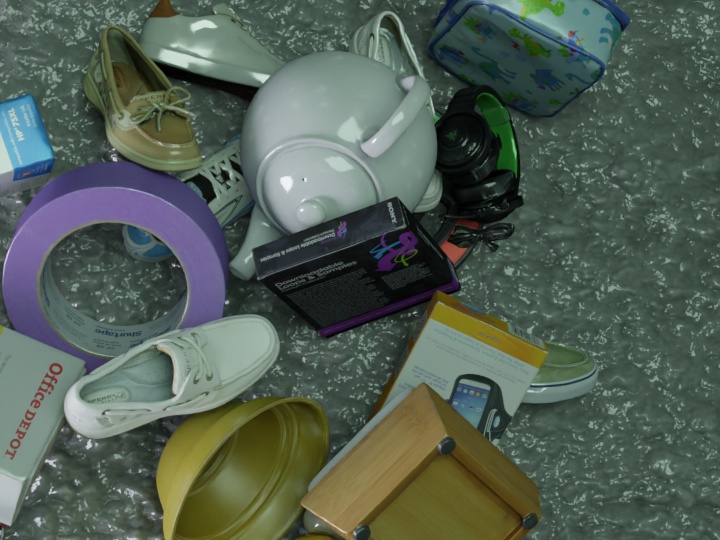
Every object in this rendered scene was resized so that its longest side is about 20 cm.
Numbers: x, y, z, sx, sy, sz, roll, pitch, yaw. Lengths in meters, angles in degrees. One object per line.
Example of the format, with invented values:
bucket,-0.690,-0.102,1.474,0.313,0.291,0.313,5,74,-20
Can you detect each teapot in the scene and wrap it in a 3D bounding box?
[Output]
teapot,-0.025,-0.094,1.616,0.197,0.200,0.146,3,37,13

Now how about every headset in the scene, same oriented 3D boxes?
headset,0.123,-0.094,1.696,0.124,0.094,0.200,60,35,-34

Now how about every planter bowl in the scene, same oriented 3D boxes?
planter bowl,-0.126,0.183,1.625,0.083,0.200,0.200,33,71,30

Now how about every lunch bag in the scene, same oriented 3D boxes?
lunch bag,0.157,-0.232,1.730,0.161,0.200,0.083,26,75,-7

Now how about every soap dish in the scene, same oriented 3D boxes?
soap dish,0.064,0.215,1.631,0.157,0.081,0.200,-45,128,3

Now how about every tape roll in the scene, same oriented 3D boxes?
tape roll,-0.221,0.005,1.613,0.200,0.066,0.200,-1,114,-1

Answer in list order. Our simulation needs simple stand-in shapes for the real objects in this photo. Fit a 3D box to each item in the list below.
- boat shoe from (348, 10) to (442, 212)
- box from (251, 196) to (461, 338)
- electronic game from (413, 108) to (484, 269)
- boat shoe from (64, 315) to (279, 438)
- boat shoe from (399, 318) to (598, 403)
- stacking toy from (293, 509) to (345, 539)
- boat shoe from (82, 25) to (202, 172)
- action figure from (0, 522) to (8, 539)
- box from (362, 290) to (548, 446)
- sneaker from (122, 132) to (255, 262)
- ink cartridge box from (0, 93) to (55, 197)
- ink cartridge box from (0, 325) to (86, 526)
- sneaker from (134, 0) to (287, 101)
boat shoe,0.037,-0.156,1.721,0.071,0.069,0.200,-12,77,-21
box,0.000,0.000,1.630,0.143,0.200,0.036,-20,69,10
electronic game,0.030,-0.076,1.754,0.200,0.042,0.200,3,79,-13
boat shoe,-0.158,0.088,1.538,0.200,0.069,0.071,-24,76,-19
boat shoe,0.139,0.085,1.728,0.200,0.072,0.062,2,122,-12
stacking toy,-0.046,0.297,1.646,0.146,0.146,0.200,19,57,-10
boat shoe,-0.204,-0.157,1.640,0.073,0.063,0.200,-8,37,-33
action figure,-0.403,0.253,1.580,0.200,0.134,0.149,-23,43,-28
box,0.080,0.131,1.695,0.119,0.041,0.200,25,108,-8
sneaker,-0.140,-0.077,1.698,0.200,0.072,0.072,-38,89,-18
ink cartridge box,-0.386,-0.090,1.616,0.200,0.116,0.067,-19,86,-17
ink cartridge box,-0.364,0.116,1.567,0.200,0.083,0.145,23,48,-2
sneaker,-0.113,-0.214,1.727,0.200,0.073,0.085,17,79,-9
